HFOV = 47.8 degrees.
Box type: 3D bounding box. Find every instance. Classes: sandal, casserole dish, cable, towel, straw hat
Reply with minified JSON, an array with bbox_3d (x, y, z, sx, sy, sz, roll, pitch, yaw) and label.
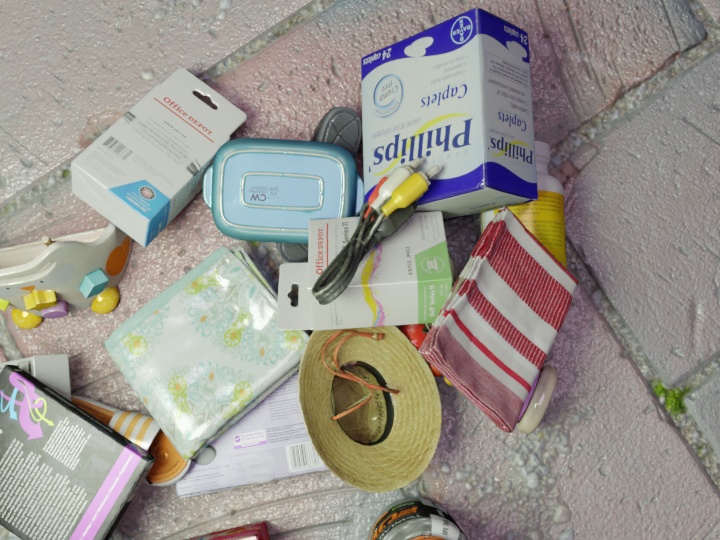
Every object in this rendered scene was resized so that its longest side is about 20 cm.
[{"bbox_3d":[-0.292,0.200,0.945,0.202,0.059,0.081,11,89,18],"label":"sandal"},{"bbox_3d":[-0.091,-0.094,0.961,0.195,0.039,0.124,3,94,-1],"label":"casserole dish"},{"bbox_3d":[0.001,-0.046,0.865,0.200,0.096,0.051,-44,115,-27],"label":"cable"},{"bbox_3d":[-0.172,0.087,0.939,0.199,0.048,0.172,-39,73,-11],"label":"towel"},{"bbox_3d":[0.158,0.050,0.877,0.144,0.023,0.202,41,65,-20],"label":"towel"},{"bbox_3d":[-0.006,0.156,0.940,0.198,0.085,0.205,13,65,-29],"label":"straw hat"}]

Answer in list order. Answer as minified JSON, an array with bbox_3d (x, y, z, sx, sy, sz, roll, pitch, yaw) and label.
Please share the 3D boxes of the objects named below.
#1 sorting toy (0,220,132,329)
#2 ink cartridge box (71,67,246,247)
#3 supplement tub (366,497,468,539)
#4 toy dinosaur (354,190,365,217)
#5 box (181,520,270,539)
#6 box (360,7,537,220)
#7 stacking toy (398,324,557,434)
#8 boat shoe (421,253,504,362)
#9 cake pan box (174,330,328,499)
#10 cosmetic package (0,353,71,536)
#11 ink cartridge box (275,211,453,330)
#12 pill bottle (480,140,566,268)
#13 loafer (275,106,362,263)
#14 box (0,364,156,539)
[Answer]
[{"bbox_3d":[-0.374,0.000,0.932,0.195,0.180,0.109,-12,83,-2],"label":"sorting toy"},{"bbox_3d":[-0.240,-0.141,0.987,0.115,0.067,0.201,35,57,3],"label":"ink cartridge box"},{"bbox_3d":[0.066,0.325,0.890,0.120,0.200,0.126,0,82,-1],"label":"supplement tub"},{"bbox_3d":[0.005,-0.031,1.004,0.087,0.047,0.203,24,89,-9],"label":"toy dinosaur"},{"bbox_3d":[-0.197,0.363,0.931,0.196,0.100,0.098,-13,83,-2],"label":"box"},{"bbox_3d":[0.099,-0.170,0.952,0.104,0.182,0.205,6,79,-45],"label":"box"},{"bbox_3d":[0.133,0.117,0.985,0.197,0.085,0.087,25,83,9],"label":"stacking toy"},{"bbox_3d":[0.102,0.053,0.956,0.072,0.075,0.201,-23,46,-8],"label":"boat shoe"},{"bbox_3d":[-0.136,0.161,0.982,0.195,0.052,0.188,-11,85,-2],"label":"cake pan box"},{"bbox_3d":[-0.379,0.205,0.954,0.081,0.050,0.205,-13,81,39],"label":"cosmetic package"},{"bbox_3d":[0.000,0.000,0.912,0.195,0.068,0.118,-4,43,0],"label":"ink cartridge box"},{"bbox_3d":[0.197,-0.049,0.986,0.102,0.104,0.205,0,83,-1],"label":"pill bottle"},{"bbox_3d":[-0.055,-0.107,1.018,0.071,0.063,0.204,20,95,-25],"label":"loafer"},{"bbox_3d":[-0.345,0.217,0.893,0.198,0.036,0.145,32,84,3],"label":"box"}]
